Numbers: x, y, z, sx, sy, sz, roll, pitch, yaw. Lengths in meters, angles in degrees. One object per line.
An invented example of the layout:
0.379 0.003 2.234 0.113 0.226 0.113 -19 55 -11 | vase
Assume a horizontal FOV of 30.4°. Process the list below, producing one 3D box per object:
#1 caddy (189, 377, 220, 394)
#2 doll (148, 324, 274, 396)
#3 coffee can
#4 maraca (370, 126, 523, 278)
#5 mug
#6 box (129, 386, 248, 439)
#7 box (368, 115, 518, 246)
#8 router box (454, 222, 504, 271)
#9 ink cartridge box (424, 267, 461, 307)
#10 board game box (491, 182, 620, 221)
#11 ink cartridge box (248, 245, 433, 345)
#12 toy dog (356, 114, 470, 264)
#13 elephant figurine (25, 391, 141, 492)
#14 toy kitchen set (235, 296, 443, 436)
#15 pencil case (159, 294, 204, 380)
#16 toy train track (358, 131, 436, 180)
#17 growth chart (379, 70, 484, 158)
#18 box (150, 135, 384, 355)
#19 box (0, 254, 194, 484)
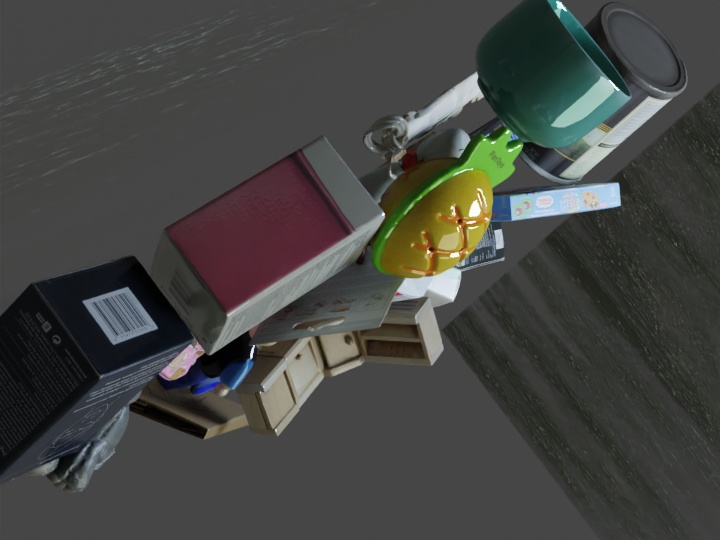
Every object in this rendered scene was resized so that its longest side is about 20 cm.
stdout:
-0.153 0.089 1.717 0.200 0.105 0.141 -27 166 -47 | caddy
-0.173 0.083 1.556 0.200 0.137 0.048 -17 161 37 | doll
0.301 -0.227 1.722 0.146 0.146 0.200 -27 167 -49 | coffee can
0.089 -0.070 1.382 0.200 0.107 0.137 -45 158 8 | maraca
0.198 -0.205 1.407 0.114 0.152 0.185 -39 171 18 | mug
-0.233 0.166 1.670 0.200 0.163 0.021 6 103 -78 | box
0.105 -0.119 1.643 0.198 0.050 0.200 -30 -173 38 | box
0.073 -0.030 1.792 0.200 0.062 0.150 -3 -174 32 | router box
0.000 0.000 1.669 0.161 0.200 0.050 -20 -130 56 | ink cartridge box
0.217 -0.089 1.744 0.200 0.037 0.151 -7 -175 -37 | board game box
-0.015 0.036 1.473 0.160 0.047 0.200 -9 -154 24 | ink cartridge box
0.037 -0.077 1.480 0.132 0.096 0.200 5 148 -31 | toy dog
-0.338 0.173 1.450 0.200 0.155 0.142 149 -45 -65 | elephant figurine
-0.037 0.079 1.598 0.180 0.163 0.200 2 -147 31 | toy kitchen set
-0.160 0.034 1.478 0.200 0.083 0.087 -39 170 8 | pencil case
0.011 -0.098 1.581 0.200 0.033 0.115 -33 -179 -2 | toy train track
0.099 -0.193 1.526 0.200 0.018 0.145 -35 172 -11 | growth chart
-0.095 -0.025 1.330 0.200 0.109 0.128 -33 171 -25 | box
-0.281 0.095 1.229 0.200 0.107 0.148 -42 171 27 | box
